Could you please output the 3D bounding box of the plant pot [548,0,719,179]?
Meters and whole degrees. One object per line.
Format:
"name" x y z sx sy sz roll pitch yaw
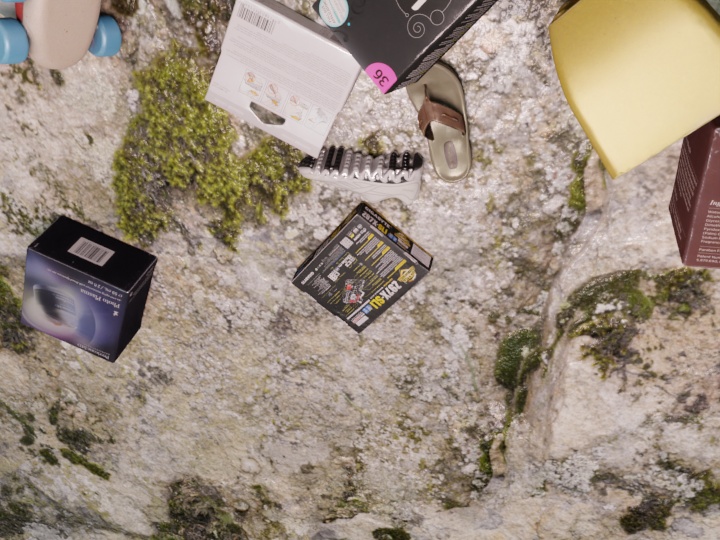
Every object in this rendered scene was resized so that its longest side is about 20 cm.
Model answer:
"plant pot" 0.342 -0.271 0.894 0.195 0.194 0.200 -34 101 32

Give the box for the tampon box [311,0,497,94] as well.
"tampon box" 0.070 -0.353 0.921 0.150 0.126 0.200 50 123 1

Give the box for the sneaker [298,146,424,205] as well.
"sneaker" -0.001 -0.144 1.143 0.199 0.075 0.081 7 134 11

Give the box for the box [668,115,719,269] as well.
"box" 0.516 -0.123 0.956 0.164 0.166 0.200 5 125 12

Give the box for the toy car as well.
"toy car" -0.474 -0.412 1.052 0.200 0.184 0.177 41 129 21

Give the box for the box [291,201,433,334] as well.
"box" 0.000 0.000 1.252 0.160 0.049 0.200 36 125 -14

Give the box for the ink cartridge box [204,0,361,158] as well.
"ink cartridge box" -0.113 -0.291 1.084 0.200 0.045 0.176 28 125 -4

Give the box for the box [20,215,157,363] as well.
"box" -0.514 0.039 1.371 0.200 0.123 0.199 24 128 -1

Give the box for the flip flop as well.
"flip flop" 0.117 -0.214 1.067 0.081 0.058 0.200 -7 121 19
